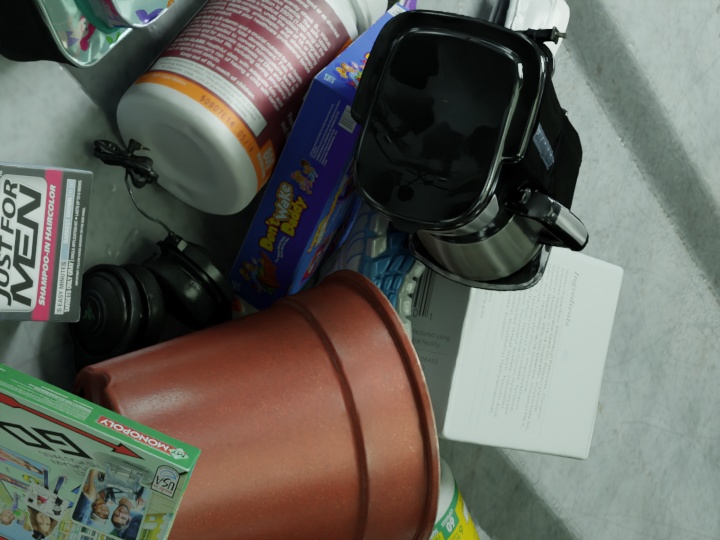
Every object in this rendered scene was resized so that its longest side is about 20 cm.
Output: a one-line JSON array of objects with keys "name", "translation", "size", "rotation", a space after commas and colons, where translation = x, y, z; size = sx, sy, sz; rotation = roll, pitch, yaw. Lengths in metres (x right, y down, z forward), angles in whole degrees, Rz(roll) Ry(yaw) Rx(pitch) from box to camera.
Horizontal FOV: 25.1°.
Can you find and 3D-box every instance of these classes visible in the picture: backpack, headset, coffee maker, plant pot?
[{"name": "backpack", "translation": [-0.161, -0.245, 1.017], "size": [0.200, 0.149, 0.179], "rotation": [-49, 128, -37]}, {"name": "headset", "translation": [-0.153, 0.011, 1.130], "size": [0.123, 0.094, 0.202], "rotation": [-25, 130, -38]}, {"name": "coffee maker", "translation": [0.073, -0.099, 1.082], "size": [0.200, 0.133, 0.194], "rotation": [42, 42, -71]}, {"name": "plant pot", "translation": [-0.078, 0.117, 1.070], "size": [0.193, 0.200, 0.203], "rotation": [-12, 106, -25]}]

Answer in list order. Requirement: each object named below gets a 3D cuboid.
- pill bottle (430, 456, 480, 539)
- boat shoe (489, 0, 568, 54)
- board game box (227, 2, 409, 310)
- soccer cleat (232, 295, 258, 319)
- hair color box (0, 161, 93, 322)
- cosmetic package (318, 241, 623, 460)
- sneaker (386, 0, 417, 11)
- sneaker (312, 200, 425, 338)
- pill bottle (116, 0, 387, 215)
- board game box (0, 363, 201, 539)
[{"name": "pill bottle", "translation": [0.052, 0.254, 1.347], "size": [0.113, 0.112, 0.201], "rotation": [-45, 127, -33]}, {"name": "boat shoe", "translation": [0.113, -0.158, 1.381], "size": [0.068, 0.072, 0.202], "rotation": [28, 82, -18]}, {"name": "board game box", "translation": [-0.019, -0.077, 1.163], "size": [0.135, 0.045, 0.201], "rotation": [-49, 169, -50]}, {"name": "soccer cleat", "translation": [-0.070, 0.101, 1.233], "size": [0.078, 0.068, 0.203], "rotation": [-6, 93, -79]}, {"name": "hair color box", "translation": [-0.263, -0.021, 0.994], "size": [0.199, 0.060, 0.100], "rotation": [3, 95, -47]}, {"name": "cosmetic package", "translation": [0.082, 0.051, 1.310], "size": [0.199, 0.164, 0.167], "rotation": [15, 86, -47]}, {"name": "sneaker", "translation": [0.010, -0.189, 1.277], "size": [0.083, 0.080, 0.202], "rotation": [7, 98, -64]}, {"name": "sneaker", "translation": [0.000, 0.000, 1.209], "size": [0.075, 0.086, 0.202], "rotation": [15, 89, -46]}, {"name": "pill bottle", "translation": [-0.071, -0.147, 1.147], "size": [0.201, 0.113, 0.115], "rotation": [-53, 131, -27]}, {"name": "board game box", "translation": [-0.207, 0.127, 0.959], "size": [0.029, 0.198, 0.136], "rotation": [-64, 176, -67]}]
